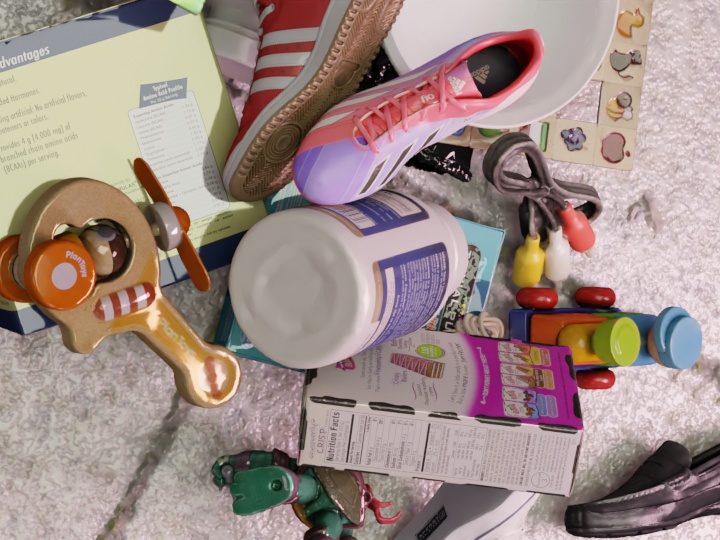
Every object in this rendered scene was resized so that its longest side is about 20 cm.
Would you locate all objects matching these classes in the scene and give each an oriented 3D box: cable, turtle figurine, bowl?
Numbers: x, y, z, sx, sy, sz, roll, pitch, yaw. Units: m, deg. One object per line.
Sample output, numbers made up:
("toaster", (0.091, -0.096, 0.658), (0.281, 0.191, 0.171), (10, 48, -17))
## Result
("cable", (0.150, -0.051, 1.496), (0.097, 0.200, 0.050), (-33, 63, -6))
("turtle figurine", (-0.042, 0.179, 1.432), (0.150, 0.200, 0.101), (42, 94, 5))
("bowl", (0.085, -0.208, 1.422), (0.201, 0.090, 0.201), (-4, 100, -23))

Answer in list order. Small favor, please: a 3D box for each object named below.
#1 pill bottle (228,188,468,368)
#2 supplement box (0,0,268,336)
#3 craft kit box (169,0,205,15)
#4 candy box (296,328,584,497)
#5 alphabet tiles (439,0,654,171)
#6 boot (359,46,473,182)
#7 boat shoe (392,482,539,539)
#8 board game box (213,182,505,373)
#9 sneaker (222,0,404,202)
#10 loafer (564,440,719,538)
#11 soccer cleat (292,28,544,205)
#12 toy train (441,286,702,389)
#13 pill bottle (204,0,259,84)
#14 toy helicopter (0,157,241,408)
("pill bottle", (0.000, 0.000, 1.378), (0.200, 0.111, 0.111), (-17, 99, -61))
("supplement box", (-0.196, -0.081, 1.393), (0.200, 0.134, 0.200), (-20, 98, -18))
("craft kit box", (-0.122, -0.300, 1.348), (0.048, 0.200, 0.198), (23, 100, -40))
("candy box", (0.057, 0.098, 1.402), (0.200, 0.136, 0.061), (8, 114, -1))
("alphabet tiles", (0.145, -0.188, 1.493), (0.167, 0.008, 0.200), (8, 88, -10))
("boot", (0.094, -0.149, 1.520), (0.198, 0.073, 0.163), (20, 83, -10))
("boat shoe", (0.094, 0.197, 1.498), (0.065, 0.074, 0.200), (28, 123, -28))
("board game box", (-0.001, 0.015, 1.505), (0.200, 0.047, 0.151), (16, 86, -18))
("sneaker", (-0.058, -0.154, 1.349), (0.200, 0.112, 0.071), (-57, 149, 10))
("loafer", (0.255, 0.177, 1.584), (0.200, 0.068, 0.071), (-11, 86, -23))
("soccer cleat", (0.040, -0.111, 1.318), (0.200, 0.076, 0.067), (-29, 86, -22))
("toy train", (0.166, 0.056, 1.495), (0.200, 0.116, 0.085), (0, 90, -42))
("pill bottle", (-0.056, -0.242, 1.450), (0.109, 0.109, 0.200), (23, 85, -17))
("toy helicopter", (-0.148, 0.014, 1.317), (0.200, 0.079, 0.132), (49, 68, -26))
